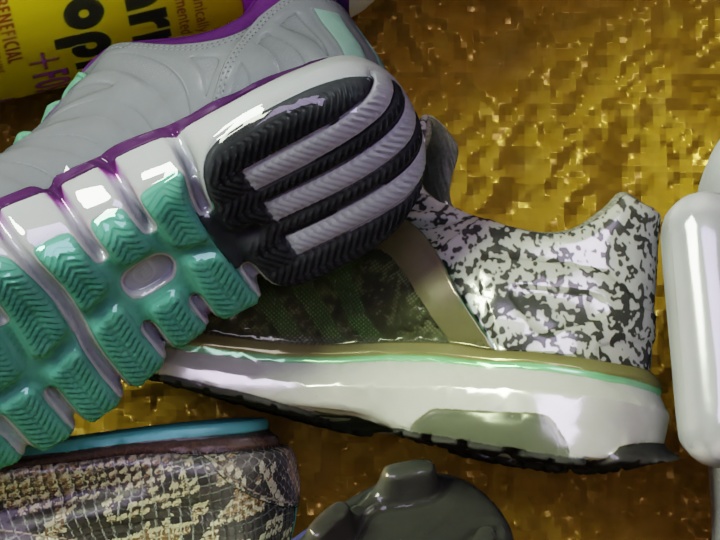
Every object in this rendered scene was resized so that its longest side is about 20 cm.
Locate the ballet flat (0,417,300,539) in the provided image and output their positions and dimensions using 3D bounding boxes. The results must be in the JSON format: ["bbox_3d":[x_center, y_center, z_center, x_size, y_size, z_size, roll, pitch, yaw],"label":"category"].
[{"bbox_3d":[-0.117,0.074,0.847,0.199,0.068,0.076,3,89,-1],"label":"ballet flat"}]

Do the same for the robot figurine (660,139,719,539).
[{"bbox_3d":[0.150,0.025,0.829,0.169,0.113,0.201,13,68,-38],"label":"robot figurine"}]

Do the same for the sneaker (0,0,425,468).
[{"bbox_3d":[-0.079,-0.012,0.812,0.199,0.075,0.088,-24,38,4],"label":"sneaker"}]

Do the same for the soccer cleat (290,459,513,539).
[{"bbox_3d":[-0.041,0.124,0.807,0.199,0.084,0.065,-27,55,-20],"label":"soccer cleat"}]

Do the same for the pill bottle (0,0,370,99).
[{"bbox_3d":[-0.058,-0.113,0.870,0.199,0.104,0.105,-14,74,-3],"label":"pill bottle"}]

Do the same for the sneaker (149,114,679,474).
[{"bbox_3d":[0.000,0.000,0.840,0.199,0.077,0.089,11,84,19],"label":"sneaker"}]
